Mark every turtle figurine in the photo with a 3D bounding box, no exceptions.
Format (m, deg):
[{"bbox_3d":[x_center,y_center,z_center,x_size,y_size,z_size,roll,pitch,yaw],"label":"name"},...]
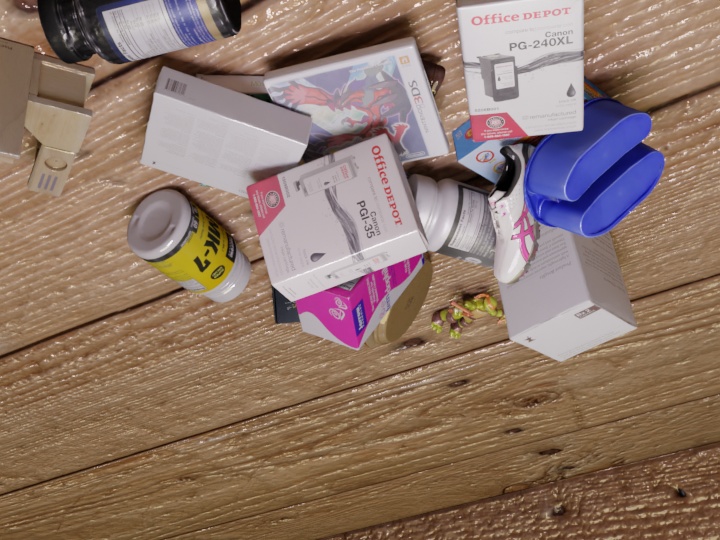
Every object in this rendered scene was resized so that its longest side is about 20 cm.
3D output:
[{"bbox_3d":[0.213,0.081,1.669,0.198,0.065,0.161,6,155,-37],"label":"turtle figurine"}]

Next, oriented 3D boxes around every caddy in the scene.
[{"bbox_3d":[0.309,-0.140,1.131,0.199,0.105,0.142,-40,124,-9],"label":"caddy"}]

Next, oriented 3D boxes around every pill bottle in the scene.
[{"bbox_3d":[0.160,-0.074,1.293,0.197,0.115,0.114,15,145,-14],"label":"pill bottle"},{"bbox_3d":[-0.265,-0.032,1.329,0.113,0.116,0.200,-18,148,19],"label":"pill bottle"},{"bbox_3d":[-0.237,-0.289,0.908,0.197,0.113,0.112,-11,149,7],"label":"pill bottle"}]

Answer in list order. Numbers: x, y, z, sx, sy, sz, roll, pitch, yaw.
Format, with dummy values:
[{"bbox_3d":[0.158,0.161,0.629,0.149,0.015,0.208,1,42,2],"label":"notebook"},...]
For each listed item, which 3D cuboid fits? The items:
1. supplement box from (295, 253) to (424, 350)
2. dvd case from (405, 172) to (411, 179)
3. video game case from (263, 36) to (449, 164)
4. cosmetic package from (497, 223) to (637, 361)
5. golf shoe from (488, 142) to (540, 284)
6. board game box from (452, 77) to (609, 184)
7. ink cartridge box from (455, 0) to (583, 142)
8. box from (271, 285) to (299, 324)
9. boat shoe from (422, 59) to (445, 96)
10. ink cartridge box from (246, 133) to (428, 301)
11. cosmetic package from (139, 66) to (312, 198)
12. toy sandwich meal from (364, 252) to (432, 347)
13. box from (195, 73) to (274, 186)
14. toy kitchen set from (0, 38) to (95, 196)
[{"bbox_3d":[0.000,0.000,1.191,0.102,0.200,0.102,17,138,28],"label":"supplement box"},{"bbox_3d":[0.046,-0.105,1.364,0.199,0.022,0.145,21,139,-37],"label":"dvd case"},{"bbox_3d":[-0.001,-0.202,1.087,0.197,0.023,0.183,-9,139,17],"label":"video game case"},{"bbox_3d":[0.351,0.023,1.467,0.164,0.202,0.164,22,139,-40],"label":"cosmetic package"},{"bbox_3d":[0.213,-0.082,1.201,0.091,0.203,0.073,7,-170,-22],"label":"golf shoe"},{"bbox_3d":[0.271,-0.194,1.229,0.195,0.057,0.199,23,138,-40],"label":"board game box"},{"bbox_3d":[0.194,-0.265,1.015,0.143,0.084,0.201,-4,139,12],"label":"ink cartridge box"},{"bbox_3d":[-0.064,0.035,1.546,0.197,0.052,0.158,-4,150,-6],"label":"box"},{"bbox_3d":[0.064,-0.204,1.152,0.069,0.071,0.201,5,147,-10],"label":"boat shoe"},{"bbox_3d":[-0.029,-0.068,1.078,0.198,0.148,0.083,-20,160,7],"label":"ink cartridge box"},{"bbox_3d":[-0.178,-0.169,1.098,0.198,0.052,0.151,17,145,-13],"label":"cosmetic package"},{"bbox_3d":[0.056,0.047,1.502,0.070,0.206,0.206,27,158,22],"label":"toy sandwich meal"},{"bbox_3d":[-0.155,-0.189,1.167,0.142,0.037,0.201,-2,147,-9],"label":"box"},{"bbox_3d":[-0.449,-0.159,1.029,0.198,0.165,0.180,11,145,-28],"label":"toy kitchen set"}]
